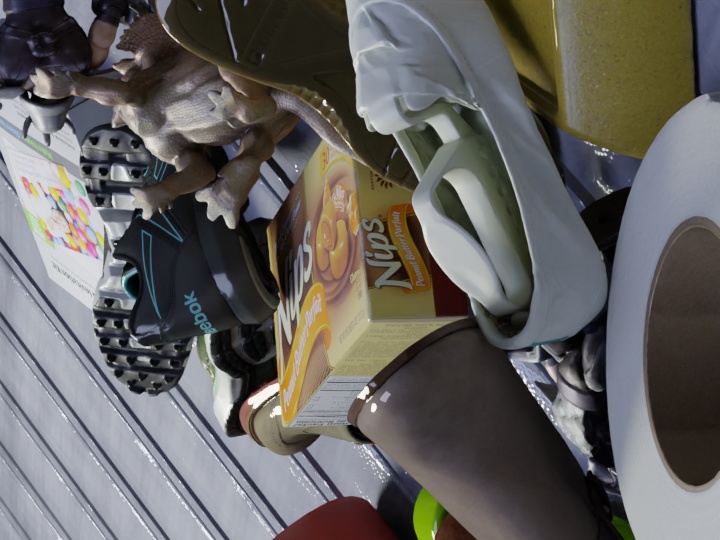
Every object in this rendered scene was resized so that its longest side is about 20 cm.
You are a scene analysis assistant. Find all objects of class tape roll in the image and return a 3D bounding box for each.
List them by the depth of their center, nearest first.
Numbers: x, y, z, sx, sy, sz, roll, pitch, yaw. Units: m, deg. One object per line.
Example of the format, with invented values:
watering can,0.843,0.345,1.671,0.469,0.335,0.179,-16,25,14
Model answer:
tape roll,0.146,0.032,1.022,0.203,0.037,0.203,-179,90,-75

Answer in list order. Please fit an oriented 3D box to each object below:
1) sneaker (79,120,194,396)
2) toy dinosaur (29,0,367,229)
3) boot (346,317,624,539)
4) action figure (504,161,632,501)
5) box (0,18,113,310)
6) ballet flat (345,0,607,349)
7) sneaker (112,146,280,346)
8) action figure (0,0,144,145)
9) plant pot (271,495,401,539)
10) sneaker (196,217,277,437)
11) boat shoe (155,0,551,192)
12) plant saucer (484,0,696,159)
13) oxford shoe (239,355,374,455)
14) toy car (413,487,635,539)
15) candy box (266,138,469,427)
sneaker,-0.126,-0.019,1.617,0.066,0.091,0.200,6,123,15
toy dinosaur,-0.065,-0.094,1.287,0.200,0.136,0.086,4,125,31
boot,0.070,0.099,1.138,0.146,0.070,0.200,54,-171,9
action figure,0.102,0.040,1.222,0.130,0.069,0.200,33,150,39
box,-0.190,-0.057,1.768,0.156,0.041,0.200,33,148,49
ballet flat,0.038,-0.055,1.096,0.200,0.069,0.069,62,158,-7
sneaker,-0.103,-0.029,1.444,0.075,0.079,0.200,58,-173,-32
action figure,-0.187,-0.169,1.487,0.069,0.130,0.200,24,123,62
plant pot,0.000,0.268,1.606,0.177,0.200,0.200,39,153,22
sneaker,-0.076,0.021,1.590,0.089,0.077,0.200,57,158,28
boat shoe,-0.001,-0.097,1.206,0.201,0.073,0.063,26,-156,-13
plant saucer,0.054,-0.152,1.097,0.200,0.048,0.200,41,153,40
oxford shoe,-0.018,0.080,1.537,0.075,0.070,0.200,50,159,8
toy car,0.046,0.213,1.390,0.164,0.200,0.158,11,128,63
candy box,0.000,0.000,1.345,0.200,0.055,0.115,126,142,-68
